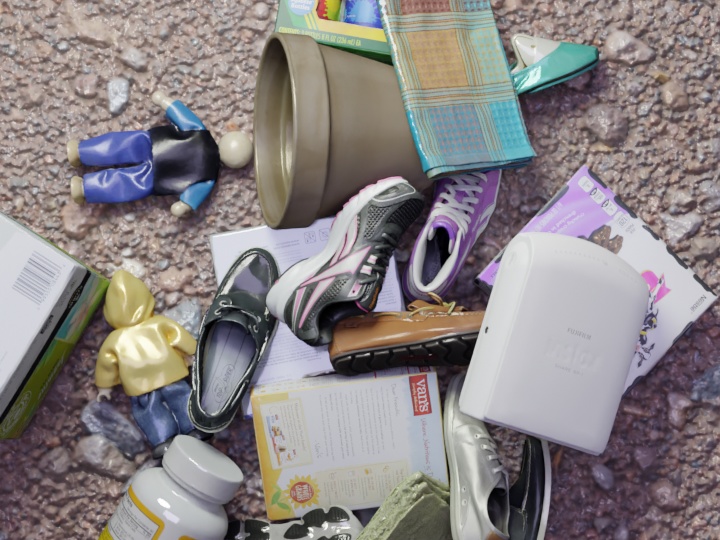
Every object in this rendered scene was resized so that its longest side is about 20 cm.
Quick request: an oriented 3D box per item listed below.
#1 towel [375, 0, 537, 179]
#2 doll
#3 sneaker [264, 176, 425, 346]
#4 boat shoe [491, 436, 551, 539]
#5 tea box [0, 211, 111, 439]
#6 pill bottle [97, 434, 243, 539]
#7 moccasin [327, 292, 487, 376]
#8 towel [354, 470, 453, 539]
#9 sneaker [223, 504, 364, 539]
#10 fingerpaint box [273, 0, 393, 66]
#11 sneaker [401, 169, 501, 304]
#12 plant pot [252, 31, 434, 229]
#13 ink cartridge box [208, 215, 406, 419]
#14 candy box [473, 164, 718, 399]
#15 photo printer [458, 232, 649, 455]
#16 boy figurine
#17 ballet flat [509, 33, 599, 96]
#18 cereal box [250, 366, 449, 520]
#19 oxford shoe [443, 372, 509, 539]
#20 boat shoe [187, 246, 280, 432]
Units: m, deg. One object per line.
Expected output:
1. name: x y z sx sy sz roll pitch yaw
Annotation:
1. towel: 0.099 -0.198 1.611 0.145 0.022 0.203 -10 82 -34
2. doll: -0.215 -0.124 1.693 0.197 0.048 0.139 -6 86 1
3. sneaker: 0.000 0.000 1.596 0.200 0.080 0.087 -48 55 12
4. boat shoe: 0.160 0.271 1.642 0.067 0.072 0.203 12 87 -2
5. tea box: -0.373 0.055 1.605 0.133 0.197 0.201 31 87 4
6. pill bottle: -0.205 0.276 1.610 0.112 0.113 0.201 31 97 3
7. moccasin: 0.064 0.060 1.617 0.199 0.074 0.079 -10 58 14
8. towel: 0.032 0.304 1.616 0.036 0.148 0.201 34 85 40
9. sneaker: -0.084 0.309 1.642 0.197 0.084 0.081 -11 48 14
10. fingerpaint box: 0.017 -0.312 1.693 0.197 0.073 0.169 10 86 1
11. sneaker: 0.103 -0.061 1.650 0.072 0.114 0.203 19 81 3
12. plant pot: -0.011 -0.143 1.635 0.171 0.200 0.203 0 85 -15
13. ink cartridge box: -0.050 0.043 1.680 0.197 0.041 0.203 -10 87 0
14. candy box: 0.248 0.020 1.662 0.200 0.072 0.168 44 87 4
15. photo printer: 0.198 0.068 1.564 0.165 0.069 0.203 19 87 -26
16. boy figurine: -0.230 0.099 1.666 0.123 0.064 0.202 -25 84 -3
17. ballet flat: 0.161 -0.213 1.682 0.198 0.067 0.071 -27 106 0
18. cereal box: -0.010 0.180 1.647 0.197 0.040 0.146 -7 106 -1
19. oxford shoe: 0.124 0.201 1.627 0.057 0.075 0.202 -19 58 26
20. boat shoe: -0.132 0.068 1.619 0.074 0.066 0.201 23 80 1
